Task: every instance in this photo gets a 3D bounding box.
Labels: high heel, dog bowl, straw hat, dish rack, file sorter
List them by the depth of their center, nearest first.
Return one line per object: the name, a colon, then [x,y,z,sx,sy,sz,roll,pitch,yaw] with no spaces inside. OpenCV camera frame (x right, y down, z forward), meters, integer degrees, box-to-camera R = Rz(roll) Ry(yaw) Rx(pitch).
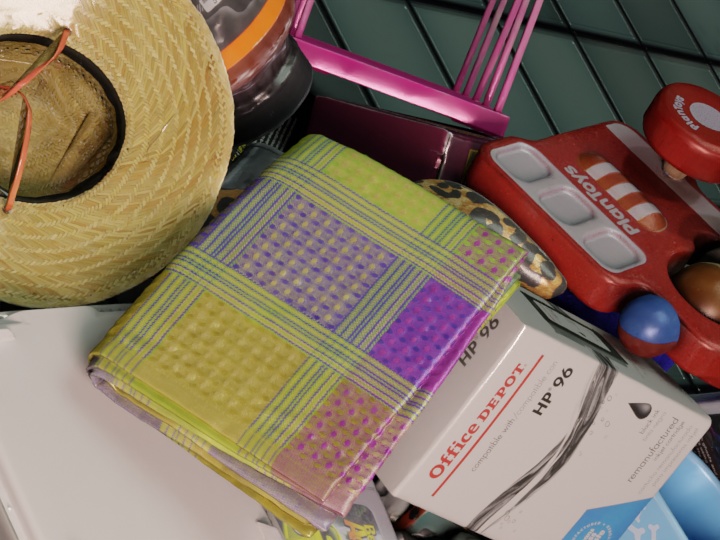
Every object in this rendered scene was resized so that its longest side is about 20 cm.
dish rack: [-0.114,0.095,1.169,0.171,0.044,0.200,-4,57,-44]
straw hat: [-0.169,-0.075,1.263,0.201,0.201,0.085,51,-13,-5]
high heel: [0.000,0.000,1.301,0.200,0.072,0.143,19,28,11]
dog bowl: [0.198,0.180,1.442,0.111,0.050,0.200,5,49,-56]
file sorter: [0.030,-0.170,1.519,0.139,0.126,0.200,20,5,-8]

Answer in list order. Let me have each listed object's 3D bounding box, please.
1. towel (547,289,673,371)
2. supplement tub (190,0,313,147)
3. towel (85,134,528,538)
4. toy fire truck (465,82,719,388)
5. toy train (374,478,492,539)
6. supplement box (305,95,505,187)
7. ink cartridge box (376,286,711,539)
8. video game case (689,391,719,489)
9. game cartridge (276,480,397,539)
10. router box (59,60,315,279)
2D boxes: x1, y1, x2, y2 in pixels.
towel: [0.095,0.074,1.446,0.200,0.148,0.050,14,33,-52]
supplement tub: [-0.105,-0.158,1.315,0.200,0.107,0.107,52,24,-34]
towel: [-0.024,0.024,1.201,0.143,0.023,0.200,31,53,12]
toy fire truck: [0.169,-0.007,1.395,0.168,0.112,0.200,-18,58,-47]
toy train: [0.078,0.185,1.375,0.200,0.085,0.114,35,20,-27]
supplement box: [0.053,-0.019,1.479,0.103,0.131,0.200,19,5,36]
ink cartridge box: [0.074,0.074,1.307,0.200,0.116,0.068,26,16,-39]
video game case: [0.236,0.169,1.516,0.023,0.182,0.200,-23,92,-18]
game cartridge: [-0.034,0.158,1.247,0.133,0.041,0.200,16,45,-38]
router box: [-0.106,-0.086,1.419,0.149,0.051,0.200,45,30,-15]
